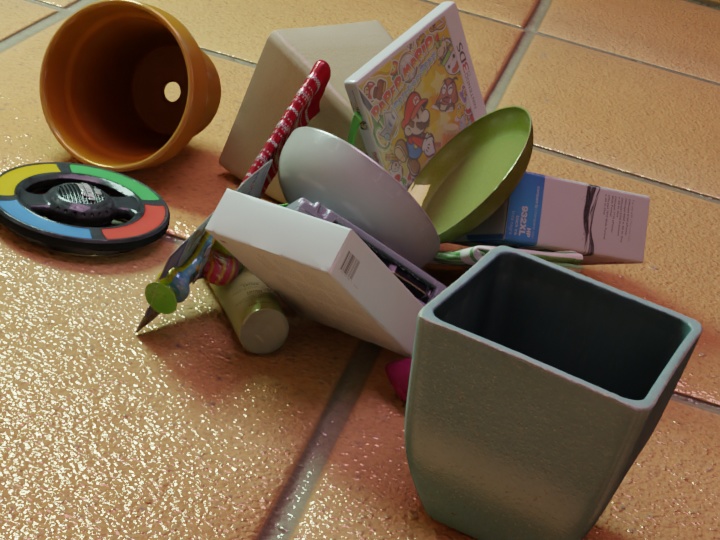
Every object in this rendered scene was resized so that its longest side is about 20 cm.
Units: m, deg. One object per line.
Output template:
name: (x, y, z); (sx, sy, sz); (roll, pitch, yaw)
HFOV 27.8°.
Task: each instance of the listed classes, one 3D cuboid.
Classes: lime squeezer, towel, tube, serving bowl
lime squeezer: (-0.050, -0.097, 1.669); (0.071, 0.200, 0.038); (35, 36, -28)
towel: (0.132, -0.015, 1.614); (0.152, 0.024, 0.200); (3, 0, -29)
tube: (-0.122, 0.017, 1.496); (0.058, 0.052, 0.200); (36, 10, -28)
serving bowl: (-0.014, -0.059, 1.525); (0.200, 0.200, 0.066); (31, 72, 32)
towel: (-0.093, -0.127, 1.594); (0.022, 0.201, 0.145); (30, -17, 0)

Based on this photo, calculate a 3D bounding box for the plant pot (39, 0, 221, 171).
plant pot: (-0.260, -0.223, 1.780); (0.199, 0.201, 0.183); (21, 10, 15)

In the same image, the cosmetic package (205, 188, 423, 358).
cosmetic package: (-0.035, 0.005, 1.381); (0.150, 0.052, 0.200); (17, -17, 32)

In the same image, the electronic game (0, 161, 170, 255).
electronic game: (-0.307, -0.071, 1.589); (0.199, 0.042, 0.200); (11, 25, -5)

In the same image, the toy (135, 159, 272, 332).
toy: (-0.140, -0.016, 1.443); (0.047, 0.115, 0.200); (37, 42, 8)

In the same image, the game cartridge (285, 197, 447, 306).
game cartridge: (0.000, 0.000, 1.474); (0.200, 0.041, 0.133); (33, -13, -12)

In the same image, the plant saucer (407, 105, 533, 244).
plant saucer: (0.120, -0.098, 1.606); (0.031, 0.200, 0.200); (42, 17, -21)

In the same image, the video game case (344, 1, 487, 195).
video game case: (0.073, -0.188, 1.702); (0.023, 0.183, 0.200); (10, 41, 41)

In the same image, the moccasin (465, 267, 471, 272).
moccasin: (0.140, 0.032, 1.564); (0.080, 0.069, 0.200); (4, 0, 9)

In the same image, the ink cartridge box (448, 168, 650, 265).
ink cartridge box: (0.213, -0.059, 1.693); (0.199, 0.084, 0.145); (9, -5, -28)

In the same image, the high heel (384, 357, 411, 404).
high heel: (0.119, 0.090, 1.435); (0.096, 0.068, 0.200); (41, 38, 27)

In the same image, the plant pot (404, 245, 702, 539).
plant pot: (0.148, 0.127, 1.224); (0.195, 0.201, 0.196); (22, 26, 18)

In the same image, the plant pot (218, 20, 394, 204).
plant pot: (-0.020, -0.168, 1.783); (0.200, 0.200, 0.177); (-16, 52, -47)
